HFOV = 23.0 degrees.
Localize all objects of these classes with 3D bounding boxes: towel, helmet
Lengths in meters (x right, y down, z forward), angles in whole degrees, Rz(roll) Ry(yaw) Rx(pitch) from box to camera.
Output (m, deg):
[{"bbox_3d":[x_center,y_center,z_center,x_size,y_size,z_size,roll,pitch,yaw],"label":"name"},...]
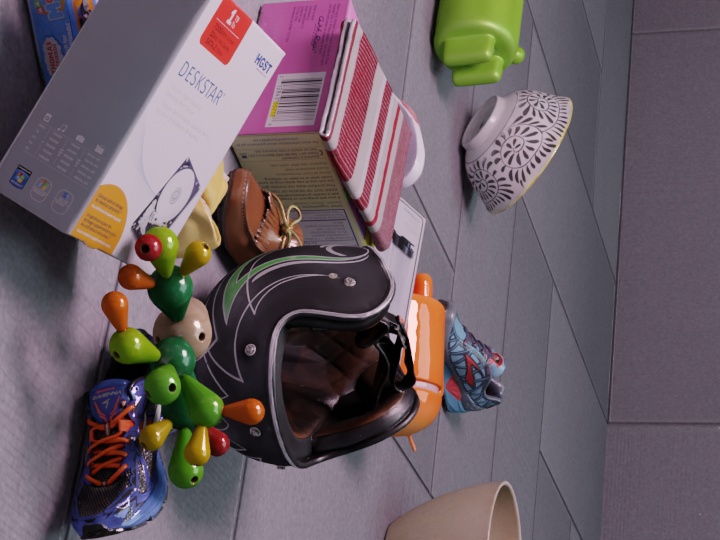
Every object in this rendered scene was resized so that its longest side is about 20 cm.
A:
[{"bbox_3d":[0.004,-0.130,1.723,0.200,0.023,0.145,60,35,-54],"label":"towel"},{"bbox_3d":[-0.057,0.075,1.554,0.200,0.190,0.201,162,-90,-82],"label":"helmet"}]

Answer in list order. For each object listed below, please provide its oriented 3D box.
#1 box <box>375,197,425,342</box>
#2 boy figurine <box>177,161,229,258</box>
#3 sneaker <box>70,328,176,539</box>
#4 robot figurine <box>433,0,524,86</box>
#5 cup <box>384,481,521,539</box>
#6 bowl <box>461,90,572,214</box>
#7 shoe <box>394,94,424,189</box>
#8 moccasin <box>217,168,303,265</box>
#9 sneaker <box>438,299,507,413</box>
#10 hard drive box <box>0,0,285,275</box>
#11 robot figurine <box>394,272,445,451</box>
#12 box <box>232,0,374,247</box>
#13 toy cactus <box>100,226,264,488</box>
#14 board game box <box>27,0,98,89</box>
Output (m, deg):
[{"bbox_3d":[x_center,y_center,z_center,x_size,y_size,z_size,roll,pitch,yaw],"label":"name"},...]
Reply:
[{"bbox_3d":[0.000,0.000,1.886,0.117,0.060,0.201,38,47,-33],"label":"box"},{"bbox_3d":[-0.138,-0.099,1.510,0.125,0.064,0.201,73,20,-48],"label":"boy figurine"},{"bbox_3d":[-0.186,0.124,1.349,0.200,0.075,0.079,-82,153,-51],"label":"sneaker"},{"bbox_3d":[0.163,-0.347,2.421,0.176,0.115,0.201,58,33,-47],"label":"robot figurine"},{"bbox_3d":[0.108,0.357,2.151,0.200,0.142,0.202,-2,90,-73],"label":"cup"},{"bbox_3d":[0.207,-0.189,2.539,0.201,0.094,0.201,-53,-166,20],"label":"bowl"},{"bbox_3d":[0.039,-0.146,1.942,0.091,0.071,0.200,40,16,-44],"label":"shoe"},{"bbox_3d":[-0.082,-0.025,1.661,0.202,0.077,0.074,69,26,-48],"label":"moccasin"},{"bbox_3d":[0.150,0.111,2.384,0.201,0.095,0.080,72,23,-44],"label":"sneaker"},{"bbox_3d":[-0.157,-0.112,1.277,0.201,0.077,0.156,-60,160,-1],"label":"hard drive box"},{"bbox_3d":[0.036,0.098,1.982,0.144,0.116,0.201,75,17,-75],"label":"robot figurine"},{"bbox_3d":[-0.043,-0.137,1.766,0.200,0.096,0.177,69,26,-49],"label":"box"},{"bbox_3d":[-0.129,0.053,1.315,0.165,0.102,0.201,-87,161,-73],"label":"toy cactus"},{"bbox_3d":[-0.206,-0.221,1.337,0.151,0.036,0.201,-55,142,-62],"label":"board game box"}]
